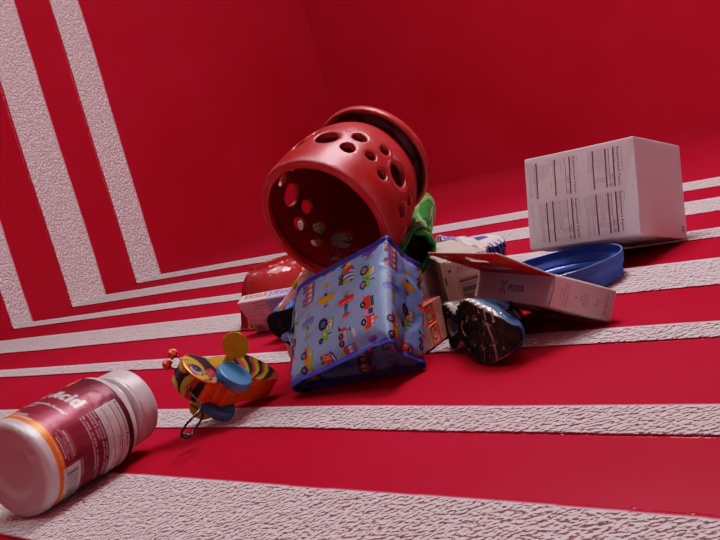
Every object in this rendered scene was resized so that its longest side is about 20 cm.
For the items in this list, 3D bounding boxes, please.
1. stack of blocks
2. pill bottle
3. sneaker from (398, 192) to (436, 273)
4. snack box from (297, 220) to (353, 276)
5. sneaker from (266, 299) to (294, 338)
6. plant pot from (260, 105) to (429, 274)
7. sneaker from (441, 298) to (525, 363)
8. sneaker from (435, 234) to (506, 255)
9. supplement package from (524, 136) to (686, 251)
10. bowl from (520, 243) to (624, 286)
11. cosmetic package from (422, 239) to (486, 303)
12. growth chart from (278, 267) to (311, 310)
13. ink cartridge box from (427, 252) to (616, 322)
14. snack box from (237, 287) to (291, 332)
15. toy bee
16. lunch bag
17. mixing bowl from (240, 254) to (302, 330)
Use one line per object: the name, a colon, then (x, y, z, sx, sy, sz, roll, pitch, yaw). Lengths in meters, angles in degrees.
stack of blocks: (0.009, 0.092, 1.436, 0.198, 0.059, 0.115, -11, 9, 31)
pill bottle: (-0.337, 0.195, 1.217, 0.113, 0.115, 0.200, -11, 9, 30)
sneaker: (0.082, -0.039, 1.495, 0.083, 0.074, 0.201, -21, 34, 38)
snack box: (0.000, 0.000, 1.568, 0.141, 0.202, 0.053, -19, 6, -23)
sneaker: (-0.071, 0.066, 1.727, 0.199, 0.066, 0.078, -11, 20, 45)
plant pot: (-0.013, -0.113, 1.434, 0.199, 0.201, 0.183, -10, 30, 37)
sneaker: (0.166, 0.060, 1.284, 0.089, 0.079, 0.200, -14, 8, -10)
sneaker: (0.203, -0.026, 1.751, 0.114, 0.081, 0.199, -6, 12, -10)
supplement package: (0.388, -0.114, 1.641, 0.199, 0.152, 0.151, -8, -7, 44)
bowl: (0.293, 0.007, 1.527, 0.199, 0.040, 0.201, -16, 8, 2)
cosmetic package: (0.140, 0.017, 1.536, 0.072, 0.105, 0.200, -15, 9, -6)
growth chart: (-0.070, -0.011, 1.721, 0.200, 0.018, 0.145, -50, -2, -46)
ink cartridge box: (0.197, 0.020, 1.318, 0.175, 0.045, 0.200, 15, -4, -20)
snack box: (-0.126, 0.066, 1.837, 0.199, 0.072, 0.024, -10, 33, 36)
toy bee: (-0.191, 0.131, 1.312, 0.131, 0.108, 0.200, -52, -17, 1)
lunch bag: (-0.023, 0.067, 1.342, 0.199, 0.152, 0.094, -19, -35, 28)
mixing bowl: (-0.153, 0.033, 2.001, 0.198, 0.109, 0.200, -17, 8, 2)
